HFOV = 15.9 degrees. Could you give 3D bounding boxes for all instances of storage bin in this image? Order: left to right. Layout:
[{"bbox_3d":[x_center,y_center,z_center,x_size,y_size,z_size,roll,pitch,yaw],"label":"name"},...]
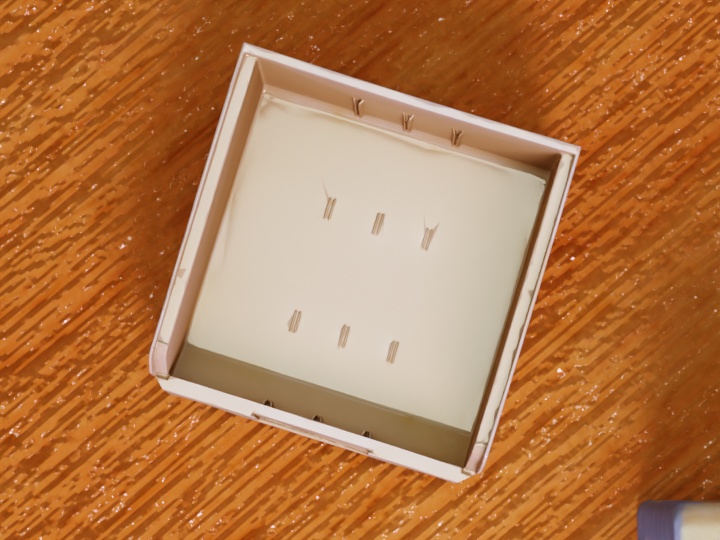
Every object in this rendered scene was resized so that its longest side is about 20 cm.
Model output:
[{"bbox_3d":[0.000,0.000,1.486,0.199,0.094,0.200,17,85,2],"label":"storage bin"}]

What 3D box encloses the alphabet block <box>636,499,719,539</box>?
[{"bbox_3d":[0.260,0.223,1.416,0.199,0.195,0.198,0,87,0],"label":"alphabet block"}]
